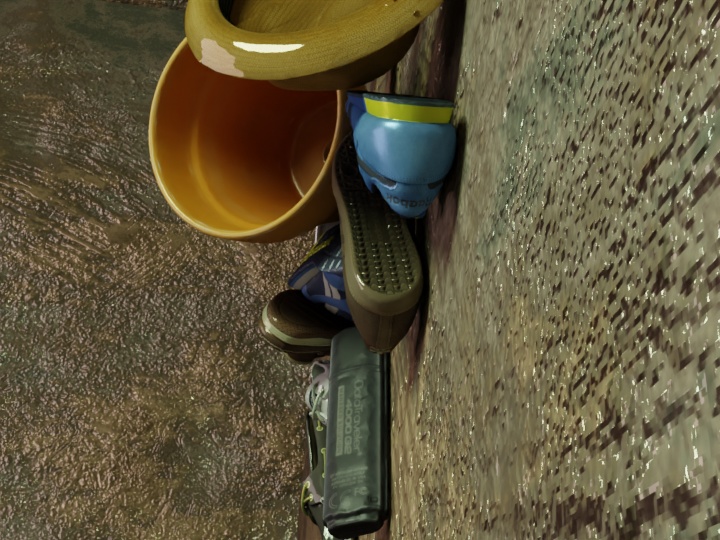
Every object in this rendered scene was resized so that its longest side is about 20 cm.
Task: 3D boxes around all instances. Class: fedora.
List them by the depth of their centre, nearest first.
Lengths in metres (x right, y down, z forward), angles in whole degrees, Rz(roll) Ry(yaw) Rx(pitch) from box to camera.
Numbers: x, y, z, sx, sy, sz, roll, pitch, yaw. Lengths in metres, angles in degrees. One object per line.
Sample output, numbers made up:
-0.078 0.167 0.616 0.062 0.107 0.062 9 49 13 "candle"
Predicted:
-0.021 -0.183 0.635 0.082 0.199 0.202 67 -159 -53 "fedora"

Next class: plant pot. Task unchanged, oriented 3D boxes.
-0.059 -0.119 0.839 0.183 0.199 0.202 10 -95 -62 "plant pot"

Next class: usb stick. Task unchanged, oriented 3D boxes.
-0.002 0.125 0.752 0.201 0.055 0.033 -89 -22 -46 "usb stick"

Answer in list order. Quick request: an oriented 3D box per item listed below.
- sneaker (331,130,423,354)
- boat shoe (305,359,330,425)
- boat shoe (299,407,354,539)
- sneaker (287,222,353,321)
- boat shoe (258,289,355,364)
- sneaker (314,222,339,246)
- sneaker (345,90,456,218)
0.009 -0.028 0.684 0.201 0.070 0.076 -88 5 -45 "sneaker"
-0.020 0.129 0.875 0.200 0.066 0.074 -138 54 -85 "boat shoe"
-0.035 0.230 0.966 0.202 0.060 0.072 -89 6 -47 "boat shoe"
0.000 0.000 0.810 0.074 0.082 0.200 -52 9 -16 "sneaker"
-0.047 0.065 0.910 0.075 0.075 0.202 -58 -18 15 "boat shoe"
-0.006 -0.077 0.992 0.099 0.070 0.201 115 167 -82 "sneaker"
0.023 -0.081 0.615 0.200 0.066 0.079 -102 15 -76 "sneaker"
